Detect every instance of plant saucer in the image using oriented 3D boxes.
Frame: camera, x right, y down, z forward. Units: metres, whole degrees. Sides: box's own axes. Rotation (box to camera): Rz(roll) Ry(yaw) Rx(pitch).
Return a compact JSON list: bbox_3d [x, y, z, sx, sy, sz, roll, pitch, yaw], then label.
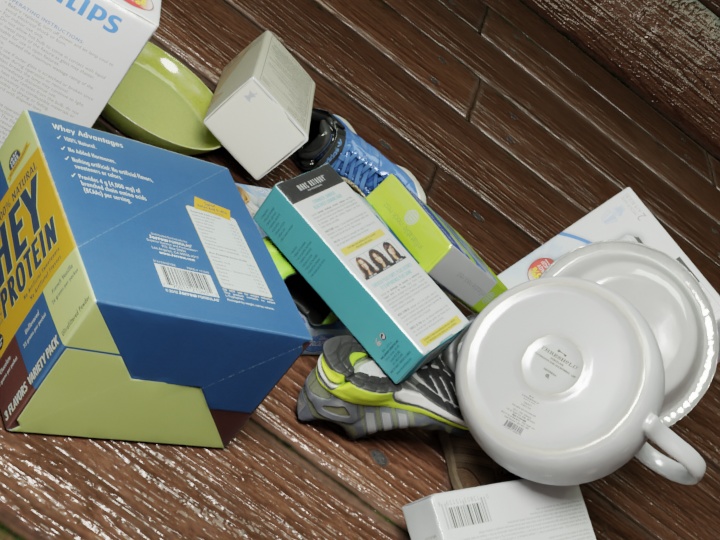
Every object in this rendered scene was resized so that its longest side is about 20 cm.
[{"bbox_3d":[-0.233,-0.189,1.297,0.199,0.031,0.201,33,26,-18],"label":"plant saucer"}]

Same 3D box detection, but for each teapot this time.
[{"bbox_3d":[0.188,0.112,1.084,0.146,0.196,0.201,55,21,-58],"label":"teapot"}]

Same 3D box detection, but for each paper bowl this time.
[{"bbox_3d":[0.258,0.069,1.203,0.201,0.201,0.104,43,-8,7],"label":"paper bowl"}]

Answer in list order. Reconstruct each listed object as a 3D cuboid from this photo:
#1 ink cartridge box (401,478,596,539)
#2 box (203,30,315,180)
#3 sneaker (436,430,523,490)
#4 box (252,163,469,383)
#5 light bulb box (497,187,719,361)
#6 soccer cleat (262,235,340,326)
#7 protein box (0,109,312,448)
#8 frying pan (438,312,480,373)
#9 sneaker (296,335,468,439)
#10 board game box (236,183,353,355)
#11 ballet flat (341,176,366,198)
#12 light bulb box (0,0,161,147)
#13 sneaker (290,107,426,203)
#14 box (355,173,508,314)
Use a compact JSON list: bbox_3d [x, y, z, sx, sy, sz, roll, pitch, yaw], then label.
[{"bbox_3d":[0.139,0.270,1.030,0.199,0.043,0.175,2,66,-44],"label":"ink cartridge box"},{"bbox_3d":[-0.110,-0.191,1.356,0.095,0.078,0.200,48,17,-18],"label":"box"},{"bbox_3d":[0.125,0.172,1.151,0.070,0.076,0.201,19,32,-38],"label":"sneaker"},{"bbox_3d":[0.000,0.000,1.071,0.200,0.049,0.082,49,39,11],"label":"box"},{"bbox_3d":[0.285,0.053,1.364,0.199,0.199,0.125,57,2,31],"label":"light bulb box"},{"bbox_3d":[-0.017,0.019,1.130,0.199,0.068,0.082,14,46,-32],"label":"soccer cleat"},{"bbox_3d":[-0.179,0.011,0.925,0.198,0.135,0.201,13,36,-43],"label":"protein box"},{"bbox_3d":[0.162,0.121,1.258,0.190,0.115,0.031,49,-14,22],"label":"frying pan"},{"bbox_3d":[0.024,0.117,1.093,0.199,0.081,0.074,21,38,-36],"label":"sneaker"},{"bbox_3d":[-0.068,-0.002,1.205,0.198,0.043,0.201,7,42,-51],"label":"board game box"},{"bbox_3d":[0.021,-0.021,1.305,0.200,0.068,0.075,53,-16,12],"label":"ballet flat"},{"bbox_3d":[-0.278,-0.211,1.073,0.124,0.200,0.199,28,27,-24],"label":"light bulb box"},{"bbox_3d":[-0.014,-0.125,1.434,0.200,0.077,0.111,48,20,26],"label":"sneaker"},{"bbox_3d":[0.082,-0.025,1.287,0.122,0.048,0.200,52,9,34],"label":"box"}]
